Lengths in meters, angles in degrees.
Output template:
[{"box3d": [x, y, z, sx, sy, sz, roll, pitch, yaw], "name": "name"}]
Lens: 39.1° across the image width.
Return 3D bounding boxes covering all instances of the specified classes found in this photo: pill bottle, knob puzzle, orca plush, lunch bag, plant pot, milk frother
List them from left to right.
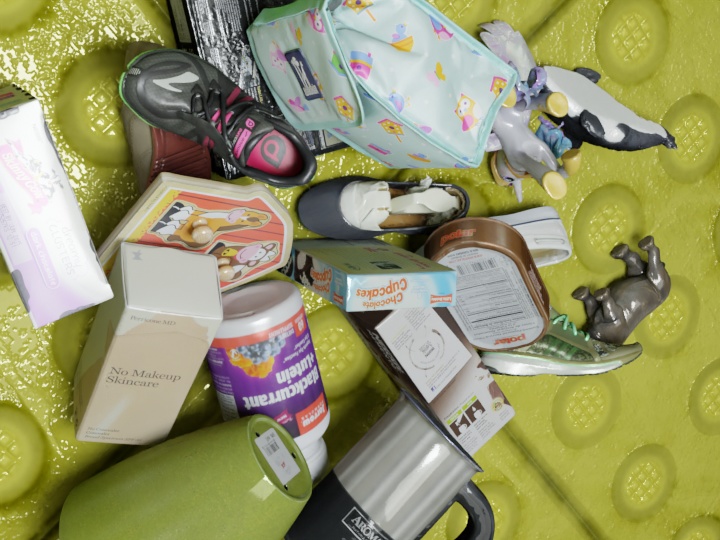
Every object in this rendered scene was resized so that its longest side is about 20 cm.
[{"box3d": [-0.149, 0.230, 0.966, 0.199, 0.188, 0.187, -37, 117, 17], "name": "plant pot"}, {"box3d": [-0.146, -0.014, 0.969, 0.216, 0.031, 0.221, -16, 153, -8], "name": "knob puzzle"}, {"box3d": [-0.093, 0.123, 1.048, 0.110, 0.111, 0.203, -20, 110, -19], "name": "pill bottle"}, {"box3d": [0.008, -0.174, 0.895, 0.198, 0.170, 0.124, 26, 83, -28], "name": "lunch bag"}, {"box3d": [0.027, 0.236, 1.073, 0.188, 0.200, 0.181, -45, 113, -1], "name": "milk frother"}, {"box3d": [0.271, -0.174, 1.188, 0.197, 0.071, 0.107, 7, 55, -32], "name": "orca plush"}]

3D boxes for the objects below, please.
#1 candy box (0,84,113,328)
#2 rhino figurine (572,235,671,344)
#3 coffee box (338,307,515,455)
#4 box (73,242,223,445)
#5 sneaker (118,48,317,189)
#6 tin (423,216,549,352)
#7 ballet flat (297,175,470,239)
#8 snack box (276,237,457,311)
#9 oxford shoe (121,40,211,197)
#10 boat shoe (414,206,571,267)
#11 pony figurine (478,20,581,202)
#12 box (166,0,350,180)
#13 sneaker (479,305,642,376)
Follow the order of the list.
[{"box3d": [-0.287, -0.062, 0.865, 0.071, 0.200, 0.170, -22, 110, -18], "name": "candy box"}, {"box3d": [0.305, 0.055, 1.245, 0.200, 0.060, 0.088, -45, 114, -7], "name": "rhino figurine"}, {"box3d": [0.072, 0.095, 1.117, 0.080, 0.113, 0.201, -40, 116, -10], "name": "coffee box"}, {"box3d": [-0.203, 0.073, 0.949, 0.093, 0.079, 0.201, 7, 135, -24], "name": "box"}, {"box3d": [-0.116, -0.134, 0.895, 0.198, 0.084, 0.078, 24, 91, -28], "name": "sneaker"}, {"box3d": [0.137, 0.021, 1.091, 0.201, 0.110, 0.042, 56, 33, -44], "name": "tin"}, {"box3d": [0.032, -0.071, 1.082, 0.197, 0.073, 0.074, 1, 102, -25], "name": "ballet flat"}, {"box3d": [0.000, 0.000, 1.012, 0.114, 0.199, 0.038, -2, 102, -23], "name": "snack box"}, {"box3d": [-0.191, -0.123, 0.976, 0.070, 0.074, 0.203, -21, 130, -40], "name": "oxford shoe"}, {"box3d": [0.154, -0.006, 1.138, 0.199, 0.075, 0.087, -13, 64, -26], "name": "boat shoe"}, {"box3d": [0.150, -0.158, 1.070, 0.165, 0.200, 0.195, -32, 98, -7], "name": "pony figurine"}, {"box3d": [-0.088, -0.210, 0.985, 0.161, 0.086, 0.203, -18, 109, -19], "name": "box"}, {"box3d": [0.232, 0.078, 1.187, 0.196, 0.077, 0.090, -1, 87, -1], "name": "sneaker"}]
